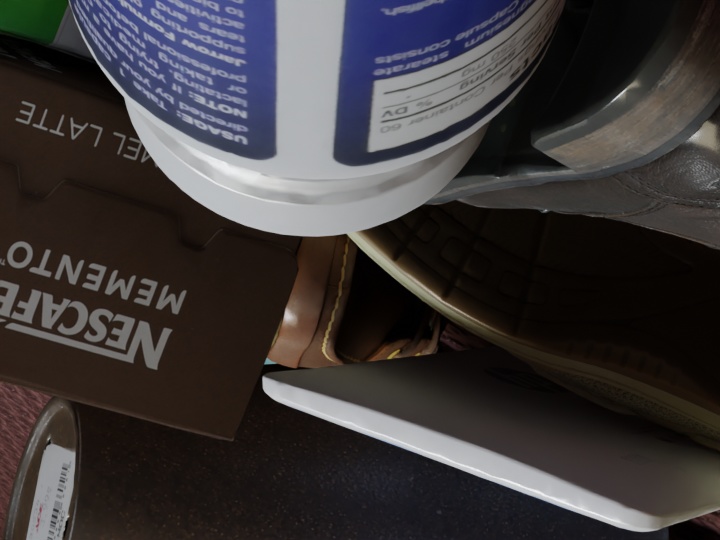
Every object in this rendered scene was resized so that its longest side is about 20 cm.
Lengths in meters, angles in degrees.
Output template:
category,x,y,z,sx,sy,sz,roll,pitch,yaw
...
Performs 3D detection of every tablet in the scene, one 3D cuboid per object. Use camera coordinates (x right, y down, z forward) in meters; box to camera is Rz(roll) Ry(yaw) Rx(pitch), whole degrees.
category,x,y,z,sx,sy,sz,roll,pitch,yaw
tablet,0.069,0.047,0.745,0.130,0.014,0.200,18,-171,27

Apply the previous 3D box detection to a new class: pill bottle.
category,x,y,z,sx,sy,sz,roll,pitch,yaw
pill bottle,-0.008,-0.087,0.487,0.116,0.116,0.200,31,160,9

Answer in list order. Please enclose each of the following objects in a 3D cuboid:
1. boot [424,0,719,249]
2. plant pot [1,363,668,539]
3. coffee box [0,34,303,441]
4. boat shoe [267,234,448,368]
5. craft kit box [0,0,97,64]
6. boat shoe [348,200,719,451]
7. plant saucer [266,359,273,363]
category,x,y,z,sx,sy,sz,roll,pitch,yaw
boot,0.112,-0.010,0.601,0.174,0.069,0.200,29,173,-15
plant pot,-0.022,0.107,0.852,0.200,0.187,0.187,14,171,-21
coffee box,-0.107,-0.031,0.678,0.114,0.080,0.200,17,-172,-27
boat shoe,0.000,0.000,0.801,0.067,0.072,0.200,14,-179,4
craft kit box,-0.128,-0.106,0.677,0.200,0.049,0.197,25,-171,24
boat shoe,0.074,0.008,0.712,0.200,0.072,0.065,26,162,6
plant saucer,-0.001,0.061,1.065,0.200,0.036,0.200,31,163,10
